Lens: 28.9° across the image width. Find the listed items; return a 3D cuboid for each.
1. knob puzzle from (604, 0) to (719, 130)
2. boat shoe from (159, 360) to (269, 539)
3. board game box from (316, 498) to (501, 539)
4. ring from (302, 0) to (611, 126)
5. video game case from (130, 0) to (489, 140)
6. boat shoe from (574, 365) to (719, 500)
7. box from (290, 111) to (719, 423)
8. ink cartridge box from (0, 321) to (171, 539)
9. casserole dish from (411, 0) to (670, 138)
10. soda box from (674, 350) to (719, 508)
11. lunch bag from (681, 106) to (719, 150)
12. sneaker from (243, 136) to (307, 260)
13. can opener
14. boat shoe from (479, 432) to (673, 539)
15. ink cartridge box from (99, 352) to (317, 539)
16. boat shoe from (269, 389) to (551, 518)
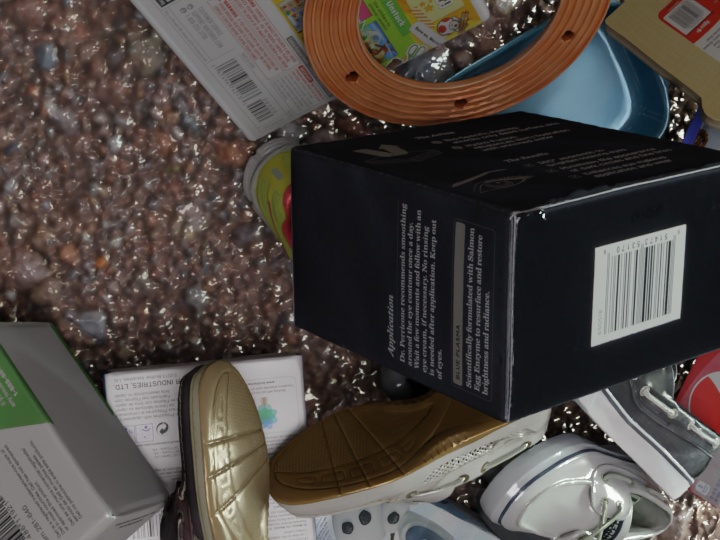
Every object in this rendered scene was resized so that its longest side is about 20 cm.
[{"bbox_3d":[0.291,-0.153,0.915,0.217,0.221,0.031,-23,151,-6],"label":"knob puzzle"},{"bbox_3d":[-0.092,0.157,0.859,0.064,0.072,0.203,-4,101,29],"label":"boat shoe"},{"bbox_3d":[0.017,0.258,1.035,0.197,0.043,0.202,29,97,-16],"label":"board game box"},{"bbox_3d":[0.060,-0.167,0.852,0.197,0.019,0.202,-9,142,-7],"label":"ring"},{"bbox_3d":[-0.039,-0.179,0.839,0.180,0.023,0.200,-25,140,14],"label":"video game case"},{"bbox_3d":[0.182,0.077,0.947,0.068,0.072,0.200,-44,117,4],"label":"boat shoe"},{"bbox_3d":[0.091,-0.015,0.824,0.195,0.199,0.119,-13,111,-36],"label":"box"},{"bbox_3d":[-0.243,0.151,0.876,0.200,0.084,0.145,-41,77,14],"label":"ink cartridge box"},{"bbox_3d":[0.121,-0.105,0.963,0.198,0.039,0.122,-31,109,-4],"label":"casserole dish"},{"bbox_3d":[0.288,0.070,1.021,0.063,0.070,0.202,9,108,-59],"label":"soda box"},{"bbox_3d":[0.298,-0.051,0.931,0.202,0.168,0.124,-60,149,-15],"label":"lunch bag"},{"bbox_3d":[0.000,0.000,0.936,0.200,0.090,0.078,42,91,-21],"label":"sneaker"},{"bbox_3d":[0.085,0.130,0.984,0.053,0.067,0.200,-30,129,18],"label":"can opener"},{"bbox_3d":[0.163,0.160,0.976,0.199,0.067,0.074,1,128,-50],"label":"boat shoe"},{"bbox_3d":[-0.101,0.162,0.937,0.134,0.076,0.203,-5,87,-11],"label":"ink cartridge box"},{"bbox_3d":[0.037,0.123,0.908,0.197,0.071,0.070,-18,133,-8],"label":"boat shoe"}]
